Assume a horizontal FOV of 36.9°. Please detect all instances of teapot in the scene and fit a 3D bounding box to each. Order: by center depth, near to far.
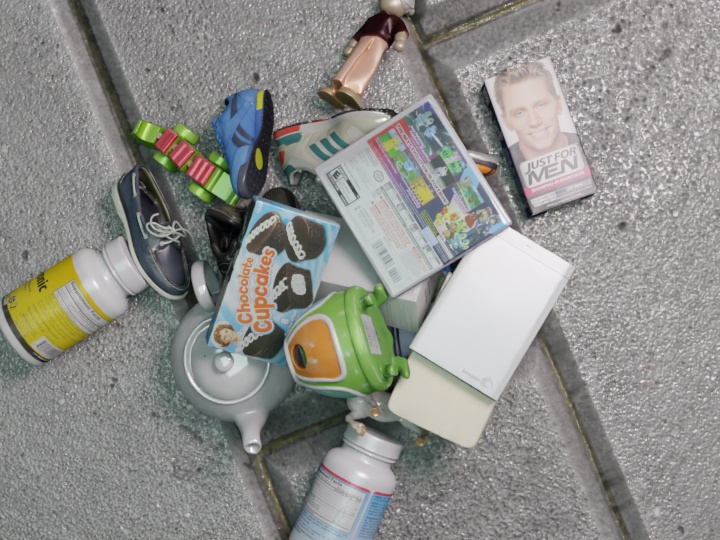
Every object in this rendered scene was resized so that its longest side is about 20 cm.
[{"bbox_3d":[-0.178,0.115,1.485,0.199,0.146,0.198,27,90,5],"label":"teapot"}]

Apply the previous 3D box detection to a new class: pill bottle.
[{"bbox_3d":[-0.018,0.316,1.489,0.108,0.109,0.201,24,90,4],"label":"pill bottle"},{"bbox_3d":[-0.399,0.038,1.518,0.200,0.111,0.112,-31,87,2],"label":"pill bottle"}]

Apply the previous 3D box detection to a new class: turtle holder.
[{"bbox_3d":[-0.020,0.089,1.376,0.131,0.186,0.141,-19,109,12],"label":"turtle holder"}]

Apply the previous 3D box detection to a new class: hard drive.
[{"bbox_3d":[0.169,0.048,1.389,0.132,0.027,0.200,31,86,4],"label":"hard drive"}]

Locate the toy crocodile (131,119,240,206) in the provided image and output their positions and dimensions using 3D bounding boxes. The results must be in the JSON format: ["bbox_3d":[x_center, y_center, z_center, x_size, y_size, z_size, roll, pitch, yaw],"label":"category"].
[{"bbox_3d":[-0.240,-0.155,1.523,0.200,0.062,0.068,39,92,23],"label":"toy crocodile"}]

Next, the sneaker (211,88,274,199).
[{"bbox_3d":[-0.169,-0.172,1.495,0.078,0.066,0.201,-4,50,9],"label":"sneaker"}]

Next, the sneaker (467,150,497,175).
[{"bbox_3d":[0.091,-0.117,1.516,0.199,0.078,0.113,3,93,14],"label":"sneaker"}]

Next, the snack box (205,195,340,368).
[{"bbox_3d":[-0.114,0.016,1.394,0.116,0.037,0.201,17,100,-18],"label":"snack box"}]

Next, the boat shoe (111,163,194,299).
[{"bbox_3d":[-0.284,-0.056,1.517,0.062,0.075,0.201,-38,67,34],"label":"boat shoe"}]

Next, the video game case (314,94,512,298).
[{"bbox_3d":[0.066,-0.095,1.390,0.182,0.023,0.200,-32,82,6],"label":"video game case"}]

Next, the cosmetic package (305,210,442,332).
[{"bbox_3d":[0.000,0.000,1.471,0.199,0.081,0.113,13,57,17],"label":"cosmetic package"}]

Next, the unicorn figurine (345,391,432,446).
[{"bbox_3d":[0.025,0.181,1.492,0.200,0.137,0.074,31,100,-15],"label":"unicorn figurine"}]

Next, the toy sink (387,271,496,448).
[{"bbox_3d":[0.132,0.122,1.453,0.130,0.112,0.201,24,86,3],"label":"toy sink"}]

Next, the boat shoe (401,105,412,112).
[{"bbox_3d":[0.109,-0.131,1.438,0.062,0.073,0.201,-21,94,10],"label":"boat shoe"}]

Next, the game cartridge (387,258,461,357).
[{"bbox_3d":[0.109,0.052,1.526,0.199,0.038,0.130,-8,92,3],"label":"game cartridge"}]

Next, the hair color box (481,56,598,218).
[{"bbox_3d":[0.248,-0.184,1.507,0.100,0.061,0.201,-20,87,3],"label":"hair color box"}]

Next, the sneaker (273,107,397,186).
[{"bbox_3d":[-0.029,-0.168,1.498,0.199,0.070,0.094,-8,93,31],"label":"sneaker"}]

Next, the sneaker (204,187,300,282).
[{"bbox_3d":[-0.145,-0.069,1.464,0.076,0.200,0.114,-1,131,27],"label":"sneaker"}]

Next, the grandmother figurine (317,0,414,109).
[{"bbox_3d":[0.020,-0.319,1.506,0.121,0.061,0.201,15,71,39],"label":"grandmother figurine"}]
